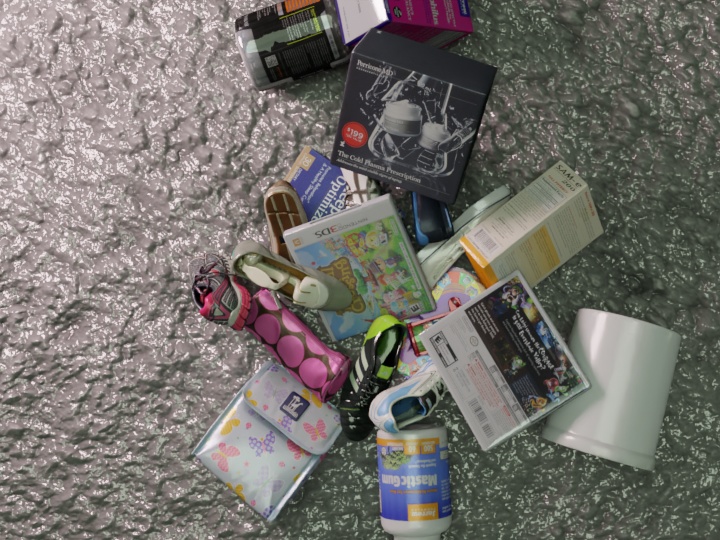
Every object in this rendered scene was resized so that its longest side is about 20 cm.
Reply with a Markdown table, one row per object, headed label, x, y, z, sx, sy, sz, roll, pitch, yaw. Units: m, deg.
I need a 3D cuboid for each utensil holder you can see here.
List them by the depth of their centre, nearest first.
| label | x | y | z | sx | sy | sz | roll | pitch | yaw |
| --- | --- | --- | --- | --- | --- | --- | --- | --- | --- |
| utensil holder | 0.375 | 0.174 | 1.381 | 0.168 | 0.170 | 0.203 | 15 | 85 | 6 |

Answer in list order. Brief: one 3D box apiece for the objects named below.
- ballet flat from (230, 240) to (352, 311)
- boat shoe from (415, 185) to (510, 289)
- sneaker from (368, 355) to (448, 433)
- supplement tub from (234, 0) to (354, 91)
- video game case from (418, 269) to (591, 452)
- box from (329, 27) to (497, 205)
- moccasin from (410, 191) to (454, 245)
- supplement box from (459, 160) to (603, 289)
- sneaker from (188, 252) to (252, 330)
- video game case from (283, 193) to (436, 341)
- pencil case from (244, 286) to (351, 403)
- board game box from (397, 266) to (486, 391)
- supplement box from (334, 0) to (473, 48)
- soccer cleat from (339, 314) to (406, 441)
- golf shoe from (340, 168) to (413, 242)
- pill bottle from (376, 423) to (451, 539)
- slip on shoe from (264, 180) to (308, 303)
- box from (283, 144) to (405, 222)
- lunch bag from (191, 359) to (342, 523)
| label | x | y | z | sx | sy | sz | roll | pitch | yaw |
| --- | --- | --- | --- | --- | --- | --- | --- | --- | --- |
| ballet flat | -0.108 | 0.021 | 1.417 | 0.198 | 0.064 | 0.068 | 26 | 117 | -5 |
| boat shoe | 0.168 | -0.048 | 1.460 | 0.200 | 0.071 | 0.070 | -41 | 85 | -1 |
| sneaker | 0.104 | 0.180 | 1.404 | 0.199 | 0.072 | 0.072 | -34 | 126 | -21 |
| supplement tub | -0.092 | -0.374 | 1.483 | 0.198 | 0.123 | 0.124 | -17 | 85 | 5 |
| video game case | 0.207 | 0.131 | 1.353 | 0.181 | 0.023 | 0.201 | -34 | 70 | 11 |
| box | 0.074 | -0.223 | 1.341 | 0.198 | 0.104 | 0.184 | 18 | 126 | 7 |
| moccasin | 0.113 | -0.130 | 1.458 | 0.067 | 0.081 | 0.203 | -3 | 68 | 1 |
| supplement box | 0.262 | -0.053 | 1.414 | 0.199 | 0.126 | 0.074 | -37 | 49 | -1 |
| sneaker | -0.233 | 0.021 | 1.449 | 0.074 | 0.200 | 0.081 | 16 | 103 | -31 |
| video game case | 0.000 | 0.000 | 1.440 | 0.180 | 0.022 | 0.202 | -18 | 113 | 15 |
| pencil case | -0.099 | 0.111 | 1.457 | 0.200 | 0.091 | 0.094 | 41 | 123 | 11 |
| board game box | 0.128 | 0.090 | 1.471 | 0.157 | 0.039 | 0.202 | 28 | 89 | 7 |
| supplement box | 0.068 | -0.403 | 1.426 | 0.103 | 0.199 | 0.103 | -16 | 84 | 45 |
| soccer cleat | 0.019 | 0.166 | 1.421 | 0.067 | 0.081 | 0.202 | 18 | 87 | -17 |
| golf shoe | -0.002 | -0.108 | 1.448 | 0.094 | 0.078 | 0.201 | -32 | 86 | 1 |
| pill bottle | 0.084 | 0.342 | 1.424 | 0.110 | 0.112 | 0.203 | -4 | 85 | 5 |
| slip on shoe | -0.111 | -0.047 | 1.478 | 0.075 | 0.061 | 0.202 | -12 | 116 | 5 |
| box | -0.038 | -0.099 | 1.506 | 0.199 | 0.032 | 0.122 | 33 | 90 | 6 |
| lunch bag | -0.138 | 0.260 | 1.447 | 0.169 | 0.127 | 0.200 | 39 | 76 | 6 |
